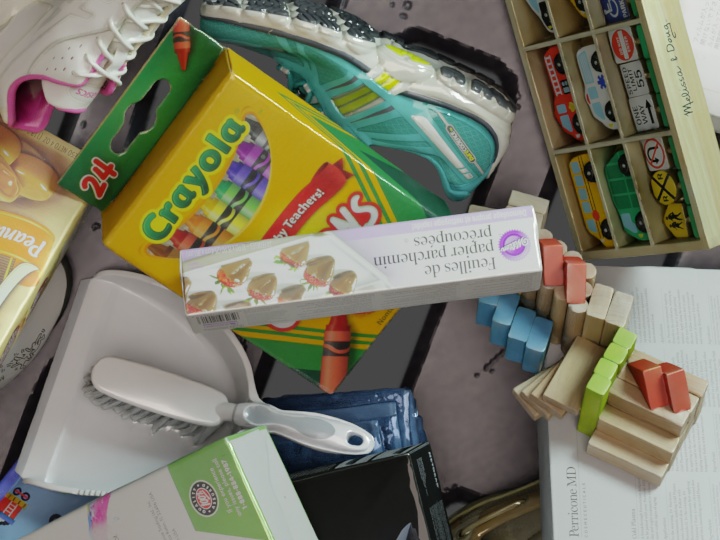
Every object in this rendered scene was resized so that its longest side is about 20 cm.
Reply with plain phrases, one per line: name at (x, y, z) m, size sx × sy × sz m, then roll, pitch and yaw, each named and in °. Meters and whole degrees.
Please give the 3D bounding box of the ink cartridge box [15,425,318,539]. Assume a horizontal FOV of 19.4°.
ink cartridge box at (-0.123, 0.180, 1.165) m, size 0.199 × 0.067 × 0.118 m, roll -26°, pitch 86°, yaw 16°

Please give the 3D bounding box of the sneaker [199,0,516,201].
sneaker at (-0.007, -0.105, 1.233) m, size 0.199 × 0.078 × 0.080 m, roll 25°, pitch 103°, yaw -4°

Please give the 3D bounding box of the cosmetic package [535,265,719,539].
cosmetic package at (0.178, 0.092, 1.209) m, size 0.149 × 0.052 × 0.201 m, roll 4°, pitch 55°, yaw -3°

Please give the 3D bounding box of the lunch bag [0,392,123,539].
lunch bag at (-0.163, 0.183, 1.255) m, size 0.150 × 0.094 × 0.201 m, roll 38°, pitch 82°, yaw -3°

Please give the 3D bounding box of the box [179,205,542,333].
box at (0.000, 0.000, 1.159) m, size 0.198 × 0.041 × 0.039 m, roll -8°, pitch 74°, yaw 1°

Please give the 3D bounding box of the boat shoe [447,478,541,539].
boat shoe at (0.102, 0.168, 1.262) m, size 0.200 × 0.063 × 0.074 m, roll -30°, pitch 97°, yaw 5°

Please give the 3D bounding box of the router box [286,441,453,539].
router box at (-0.015, 0.214, 1.197) m, size 0.156 × 0.052 × 0.202 m, roll -14°, pitch 89°, yaw 16°

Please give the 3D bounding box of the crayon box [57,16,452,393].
crayon box at (-0.059, -0.035, 1.202) m, size 0.199 × 0.051 × 0.127 m, roll 33°, pitch 105°, yaw -19°

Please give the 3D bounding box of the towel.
towel at (-0.007, 0.171, 1.250) m, size 0.111 × 0.048 × 0.202 m, roll -6°, pitch 93°, yaw 25°

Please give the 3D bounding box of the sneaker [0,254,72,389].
sneaker at (-0.250, 0.062, 1.223) m, size 0.201 × 0.108 × 0.067 m, roll -41°, pitch 95°, yaw 2°

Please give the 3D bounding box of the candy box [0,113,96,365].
candy box at (-0.238, -0.003, 1.190) m, size 0.115 × 0.055 × 0.201 m, roll 27°, pitch 55°, yaw -3°

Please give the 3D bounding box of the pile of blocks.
pile of blocks at (0.115, 0.029, 1.183) m, size 0.082 × 0.062 × 0.200 m, roll -31°, pitch 61°, yaw -21°

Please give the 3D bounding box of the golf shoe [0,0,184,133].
golf shoe at (-0.139, -0.140, 1.175) m, size 0.199 × 0.075 × 0.092 m, roll -21°, pitch 71°, yaw 39°

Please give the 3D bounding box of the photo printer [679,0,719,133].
photo printer at (0.253, -0.155, 1.233) m, size 0.198 × 0.069 × 0.168 m, roll 15°, pitch 95°, yaw -2°

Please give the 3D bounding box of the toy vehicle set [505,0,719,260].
toy vehicle set at (0.145, -0.108, 1.210) m, size 0.026 × 0.124 × 0.202 m, roll -19°, pitch 96°, yaw -30°

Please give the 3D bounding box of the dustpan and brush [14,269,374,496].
dustpan and brush at (-0.089, 0.080, 1.223) m, size 0.198 × 0.057 × 0.141 m, roll 16°, pitch 69°, yaw 2°
